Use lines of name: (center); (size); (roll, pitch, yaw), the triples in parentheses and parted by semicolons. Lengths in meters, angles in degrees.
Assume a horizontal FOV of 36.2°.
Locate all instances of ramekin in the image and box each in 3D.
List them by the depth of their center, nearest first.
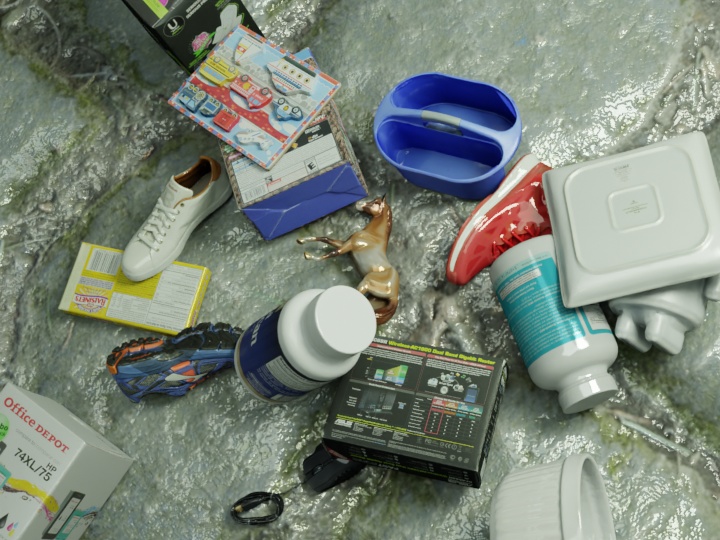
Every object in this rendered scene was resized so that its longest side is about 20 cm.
ramekin: (0.213, 0.306, 1.209); (0.104, 0.200, 0.201); (-10, 70, 20)

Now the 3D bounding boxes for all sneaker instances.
sneaker: (0.202, -0.046, 1.389); (0.115, 0.078, 0.200); (34, 84, 23)
sneaker: (-0.228, 0.123, 1.450); (0.199, 0.079, 0.075); (-9, 29, -2)
sneaker: (-0.263, -0.078, 1.500); (0.073, 0.085, 0.200); (33, 75, 27)

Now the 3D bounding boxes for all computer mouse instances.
computer mouse: (-0.077, 0.262, 1.379); (0.199, 0.034, 0.059); (-31, 68, 3)

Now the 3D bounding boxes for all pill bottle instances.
pill bottle: (0.237, 0.066, 1.323); (0.110, 0.111, 0.201); (-22, 68, 6)
pill bottle: (-0.066, 0.087, 1.337); (0.111, 0.200, 0.112); (12, 65, -28)

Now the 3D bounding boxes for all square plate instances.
square plate: (0.317, -0.066, 1.275); (0.199, 0.028, 0.199); (-14, 56, 16)

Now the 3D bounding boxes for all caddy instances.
caddy: (0.116, -0.178, 1.432); (0.199, 0.105, 0.142); (16, 78, 22)

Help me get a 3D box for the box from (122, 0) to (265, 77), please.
box: (-0.248, -0.372, 1.543); (0.124, 0.200, 0.149); (-43, 68, -3)

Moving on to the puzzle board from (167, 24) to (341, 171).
puzzle board: (-0.144, -0.235, 1.461); (0.200, 0.017, 0.151); (35, 80, 28)

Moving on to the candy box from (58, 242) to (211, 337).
candy box: (-0.312, 0.028, 1.520); (0.199, 0.026, 0.103); (11, 75, 17)

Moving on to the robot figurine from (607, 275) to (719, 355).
robot figurine: (0.363, -0.003, 1.313); (0.169, 0.113, 0.201); (6, 73, 42)

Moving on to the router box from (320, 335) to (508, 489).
router box: (0.067, 0.167, 1.342); (0.199, 0.062, 0.150); (10, 61, 17)

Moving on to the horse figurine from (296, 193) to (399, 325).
horse figurine: (0.000, 0.000, 1.429); (0.132, 0.050, 0.201); (-12, 57, -14)

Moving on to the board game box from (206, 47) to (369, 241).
board game box: (-0.099, -0.169, 1.481); (0.159, 0.097, 0.201); (-23, 60, 6)

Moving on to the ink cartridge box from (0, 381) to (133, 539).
ink cartridge box: (-0.424, 0.274, 1.402); (0.146, 0.146, 0.200); (31, 81, 21)
